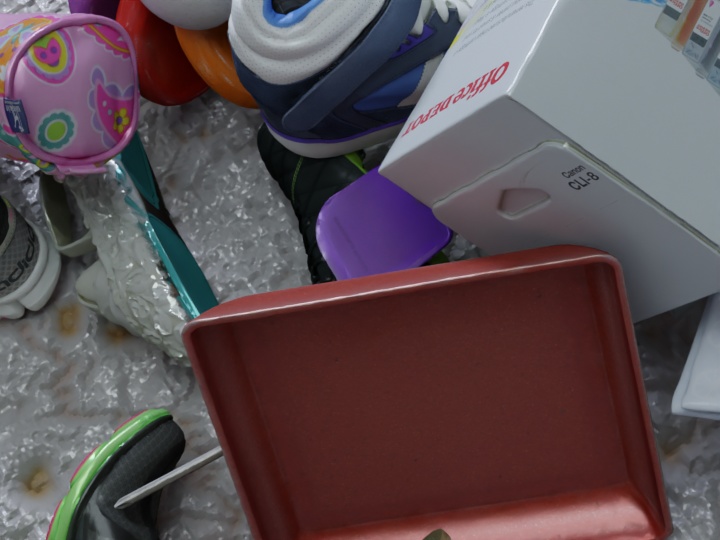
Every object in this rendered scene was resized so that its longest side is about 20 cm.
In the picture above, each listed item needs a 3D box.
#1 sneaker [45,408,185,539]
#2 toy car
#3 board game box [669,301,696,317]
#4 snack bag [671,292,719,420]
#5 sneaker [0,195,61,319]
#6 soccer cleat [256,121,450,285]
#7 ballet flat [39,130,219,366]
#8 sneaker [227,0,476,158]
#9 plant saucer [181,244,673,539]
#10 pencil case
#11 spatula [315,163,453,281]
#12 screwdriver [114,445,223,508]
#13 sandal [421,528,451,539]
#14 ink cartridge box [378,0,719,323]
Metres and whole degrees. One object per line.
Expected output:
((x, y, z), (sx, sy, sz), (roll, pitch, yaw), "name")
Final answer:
((-0.119, 0.164, 1.403), (0.084, 0.077, 0.200), (16, 70, 0), "sneaker")
((-0.090, -0.168, 1.526), (0.200, 0.175, 0.150), (52, 119, 27), "toy car")
((0.150, -0.097, 1.476), (0.147, 0.064, 0.200), (-37, 61, -7), "board game box")
((0.256, -0.004, 1.325), (0.188, 0.021, 0.200), (6, 54, 24), "snack bag")
((-0.258, -0.029, 1.512), (0.200, 0.087, 0.074), (11, 66, 17), "sneaker")
((0.000, 0.000, 1.457), (0.081, 0.068, 0.200), (-39, 65, -8), "soccer cleat")
((-0.124, -0.016, 1.496), (0.072, 0.072, 0.200), (-25, 55, -1), "ballet flat")
((0.032, -0.135, 1.399), (0.200, 0.146, 0.081), (-21, 61, -3), "sneaker")
((0.035, 0.066, 1.349), (0.199, 0.200, 0.037), (-9, 43, 7), "plant saucer")
((-0.192, -0.092, 1.483), (0.200, 0.087, 0.087), (9, 61, 52), "pencil case")
((0.069, -0.056, 1.425), (0.200, 0.021, 0.057), (-31, 74, -6), "spatula")
((-0.031, 0.063, 1.392), (0.200, 0.028, 0.029), (-23, 83, -4), "screwdriver")
((0.003, 0.227, 1.352), (0.070, 0.078, 0.212), (36, 81, -7), "sandal")
((0.132, -0.098, 1.328), (0.145, 0.145, 0.200), (35, 68, -12), "ink cartridge box")
